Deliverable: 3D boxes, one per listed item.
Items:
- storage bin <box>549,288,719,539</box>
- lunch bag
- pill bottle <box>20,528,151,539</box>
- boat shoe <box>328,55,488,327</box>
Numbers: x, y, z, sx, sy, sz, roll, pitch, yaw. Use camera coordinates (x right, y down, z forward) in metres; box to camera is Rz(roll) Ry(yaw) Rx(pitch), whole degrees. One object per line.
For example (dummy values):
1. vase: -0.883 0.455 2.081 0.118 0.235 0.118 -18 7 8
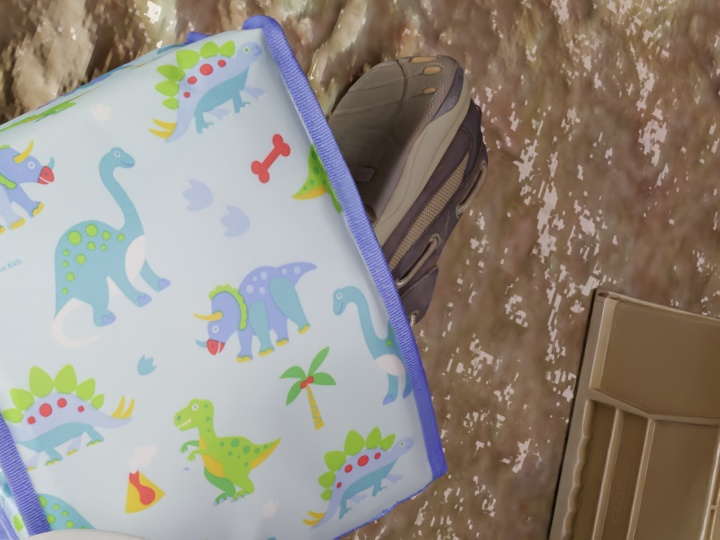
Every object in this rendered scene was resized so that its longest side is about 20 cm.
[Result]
1. storage bin: 0.196 0.127 1.376 0.200 0.094 0.199 13 88 -44
2. lunch bag: -0.076 0.029 1.049 0.170 0.127 0.200 -29 99 -18
3. pill bottle: -0.106 0.199 0.991 0.113 0.113 0.200 -19 138 -40
4. boat shoe: 0.000 0.000 1.186 0.200 0.074 0.073 -55 128 -21
